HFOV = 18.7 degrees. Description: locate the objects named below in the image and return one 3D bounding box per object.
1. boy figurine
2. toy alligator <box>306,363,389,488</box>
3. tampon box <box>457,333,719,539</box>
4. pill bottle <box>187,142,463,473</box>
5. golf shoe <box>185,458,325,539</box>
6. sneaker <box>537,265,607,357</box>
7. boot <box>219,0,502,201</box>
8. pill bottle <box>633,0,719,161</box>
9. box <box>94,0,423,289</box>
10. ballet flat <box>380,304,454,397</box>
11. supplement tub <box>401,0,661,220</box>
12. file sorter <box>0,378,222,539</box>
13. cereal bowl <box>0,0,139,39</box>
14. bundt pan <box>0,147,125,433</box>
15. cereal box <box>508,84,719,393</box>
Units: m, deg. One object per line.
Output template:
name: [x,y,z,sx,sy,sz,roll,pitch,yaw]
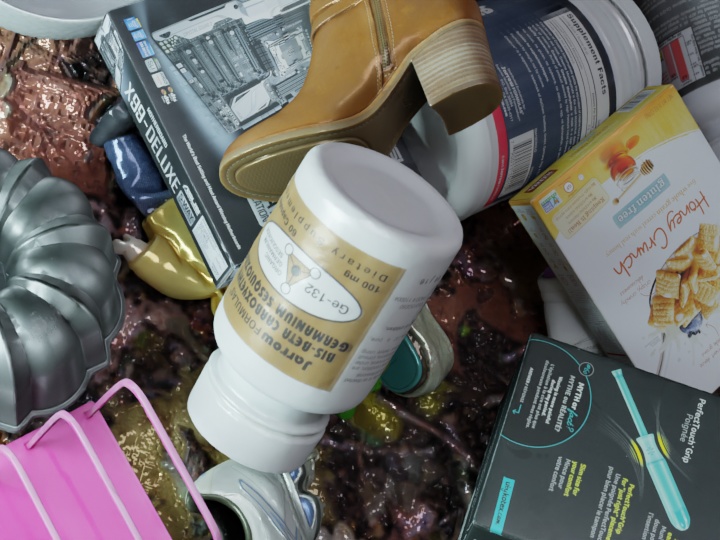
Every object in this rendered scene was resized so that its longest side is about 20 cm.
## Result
boy figurine: [-0.112,-0.028,1.512,0.124,0.064,0.200,-26,79,-28]
toy alligator: [0.000,0.058,1.497,0.054,0.059,0.200,4,108,-38]
tampon box: [0.180,0.161,1.493,0.200,0.126,0.150,19,64,2]
pill bottle: [-0.029,0.028,1.404,0.114,0.200,0.114,25,25,-13]
golf shoe: [-0.052,0.214,1.432,0.097,0.078,0.200,-12,67,-45]
sneaker: [0.220,0.035,1.616,0.200,0.075,0.100,-5,91,-24]
boot: [-0.016,-0.141,1.455,0.200,0.077,0.155,-26,57,6]
pill bottle: [0.280,-0.168,1.673,0.116,0.116,0.200,-8,75,-22]
box: [-0.068,-0.106,1.494,0.158,0.050,0.200,-21,78,-25]
ballet flat: [0.000,0.000,1.554,0.062,0.067,0.200,-25,85,-54]
supplement tub: [0.105,-0.127,1.574,0.200,0.140,0.140,-24,82,-35]
file sorter: [-0.208,0.173,1.372,0.200,0.125,0.139,-27,83,-26]
cereal bowl: [-0.221,-0.250,1.535,0.200,0.083,0.200,6,71,-18]
bundt pan: [-0.251,0.002,1.420,0.202,0.076,0.202,4,62,-7]
cereal box: [0.213,-0.011,1.549,0.144,0.040,0.200,-40,106,-19]
